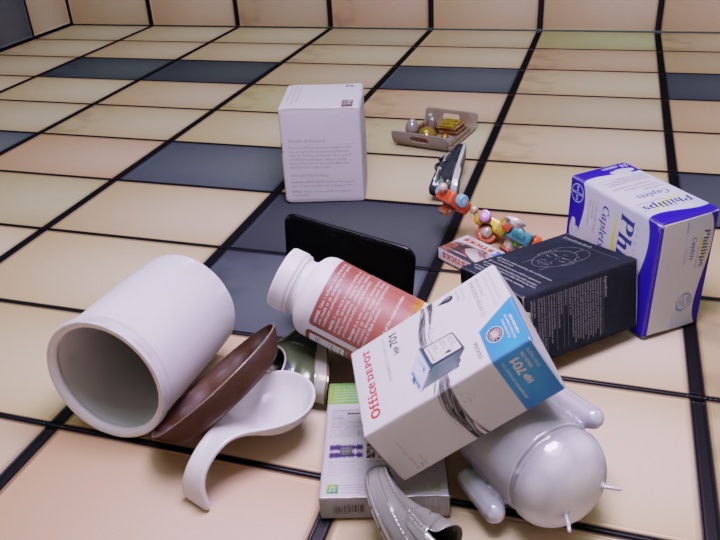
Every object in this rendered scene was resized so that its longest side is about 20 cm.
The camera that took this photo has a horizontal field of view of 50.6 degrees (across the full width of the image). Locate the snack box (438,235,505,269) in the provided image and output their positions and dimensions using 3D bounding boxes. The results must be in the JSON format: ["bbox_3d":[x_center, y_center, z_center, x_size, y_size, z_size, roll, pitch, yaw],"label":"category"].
[{"bbox_3d":[0.222,-0.007,1.263,0.072,0.024,0.200,-22,34,-31],"label":"snack box"}]

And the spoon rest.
[{"bbox_3d":[-0.132,0.186,0.901,0.099,0.061,0.200,18,47,31],"label":"spoon rest"}]

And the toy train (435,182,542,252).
[{"bbox_3d":[0.213,-0.079,1.312,0.150,0.056,0.200,28,4,-44],"label":"toy train"}]

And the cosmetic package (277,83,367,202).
[{"bbox_3d":[-0.072,-0.266,1.571,0.164,0.201,0.165,-2,29,3],"label":"cosmetic package"}]

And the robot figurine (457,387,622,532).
[{"bbox_3d":[0.183,0.196,0.825,0.170,0.113,0.200,-43,39,-6],"label":"robot figurine"}]

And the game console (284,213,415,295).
[{"bbox_3d":[0.000,0.000,1.105,0.199,0.117,0.176,18,7,20],"label":"game console"}]

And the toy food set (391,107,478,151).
[{"bbox_3d":[0.181,-0.348,1.828,0.143,0.061,0.200,13,34,27],"label":"toy food set"}]

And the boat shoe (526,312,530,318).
[{"bbox_3d":[0.160,0.096,0.983,0.071,0.061,0.201,1,-13,-11],"label":"boat shoe"}]

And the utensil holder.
[{"bbox_3d":[-0.279,0.092,1.009,0.169,0.171,0.200,7,29,19],"label":"utensil holder"}]

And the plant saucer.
[{"bbox_3d":[-0.171,0.144,0.941,0.200,0.035,0.200,-41,7,7],"label":"plant saucer"}]

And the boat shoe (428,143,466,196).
[{"bbox_3d":[0.182,-0.212,1.577,0.060,0.076,0.200,8,31,9],"label":"boat shoe"}]

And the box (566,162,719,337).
[{"bbox_3d":[0.405,-0.035,1.133,0.104,0.185,0.200,-14,31,-19],"label":"box"}]

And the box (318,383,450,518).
[{"bbox_3d":[0.029,0.206,0.906,0.143,0.037,0.200,-2,31,3],"label":"box"}]

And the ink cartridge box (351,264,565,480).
[{"bbox_3d":[0.097,0.108,0.826,0.199,0.086,0.147,-32,30,11],"label":"ink cartridge box"}]

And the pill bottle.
[{"bbox_3d":[-0.016,0.052,0.997,0.199,0.113,0.112,27,36,7],"label":"pill bottle"}]

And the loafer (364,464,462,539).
[{"bbox_3d":[0.067,0.265,0.740,0.070,0.070,0.200,-36,48,0],"label":"loafer"}]

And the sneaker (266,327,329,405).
[{"bbox_3d":[-0.090,0.108,1.054,0.089,0.067,0.201,0,33,-4],"label":"sneaker"}]

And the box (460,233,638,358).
[{"bbox_3d":[0.266,0.036,1.082,0.199,0.108,0.148,-17,23,-21],"label":"box"}]
